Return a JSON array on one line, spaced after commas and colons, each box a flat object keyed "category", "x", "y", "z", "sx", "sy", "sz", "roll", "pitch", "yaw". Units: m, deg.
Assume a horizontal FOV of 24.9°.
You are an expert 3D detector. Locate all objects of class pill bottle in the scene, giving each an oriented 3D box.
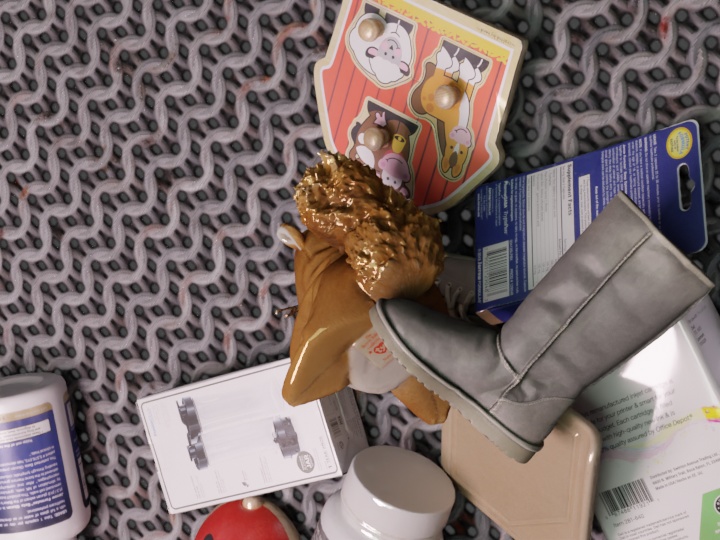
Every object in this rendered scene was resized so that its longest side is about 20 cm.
[{"category": "pill bottle", "x": -0.328, "y": 0.210, "z": 1.613, "sx": 0.111, "sy": 0.111, "sz": 0.201, "roll": -4, "pitch": 101, "yaw": 28}, {"category": "pill bottle", "x": 0.007, "y": 0.261, "z": 1.442, "sx": 0.114, "sy": 0.114, "sz": 0.200, "roll": 30, "pitch": 119, "yaw": 18}]

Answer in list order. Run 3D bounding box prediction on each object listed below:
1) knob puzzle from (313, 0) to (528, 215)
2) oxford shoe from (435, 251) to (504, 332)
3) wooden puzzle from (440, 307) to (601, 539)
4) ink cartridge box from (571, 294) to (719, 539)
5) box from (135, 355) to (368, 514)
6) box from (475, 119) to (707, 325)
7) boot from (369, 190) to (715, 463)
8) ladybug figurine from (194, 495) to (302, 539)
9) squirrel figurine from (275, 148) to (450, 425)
[{"category": "knob puzzle", "x": 0.033, "y": -0.130, "z": 1.365, "sx": 0.219, "sy": 0.030, "sz": 0.220, "roll": 10, "pitch": 107, "yaw": 34}, {"category": "oxford shoe", "x": 0.087, "y": 0.025, "z": 1.379, "sx": 0.199, "sy": 0.058, "sz": 0.075, "roll": 1, "pitch": 106, "yaw": 29}, {"category": "wooden puzzle", "x": 0.131, "y": 0.148, "z": 1.334, "sx": 0.200, "sy": 0.037, "sz": 0.185, "roll": 43, "pitch": 146, "yaw": 41}, {"category": "ink cartridge box", "x": 0.241, "y": 0.122, "z": 1.306, "sx": 0.145, "sy": 0.084, "sz": 0.200, "roll": -26, "pitch": 91, "yaw": 32}, {"category": "box", "x": -0.100, "y": 0.146, "z": 1.501, "sx": 0.200, "sy": 0.060, "sz": 0.117, "roll": -18, "pitch": 90, "yaw": 30}, {"category": "box", "x": 0.182, "y": -0.037, "z": 1.288, "sx": 0.200, "sy": 0.032, "sz": 0.121, "roll": -17, "pitch": 56, "yaw": 31}, {"category": "boot", "x": 0.131, "y": 0.021, "z": 1.205, "sx": 0.182, "sy": 0.073, "sz": 0.200, "roll": 38, "pitch": 109, "yaw": -4}, {"category": "ladybug figurine", "x": -0.113, "y": 0.308, "z": 1.548, "sx": 0.135, "sy": 0.072, "sz": 0.201, "roll": 8, "pitch": 107, "yaw": 26}, {"category": "squirrel figurine", "x": 0.000, "y": 0.000, "z": 1.336, "sx": 0.141, "sy": 0.187, "sz": 0.201, "roll": 3, "pitch": 119, "yaw": -16}]
